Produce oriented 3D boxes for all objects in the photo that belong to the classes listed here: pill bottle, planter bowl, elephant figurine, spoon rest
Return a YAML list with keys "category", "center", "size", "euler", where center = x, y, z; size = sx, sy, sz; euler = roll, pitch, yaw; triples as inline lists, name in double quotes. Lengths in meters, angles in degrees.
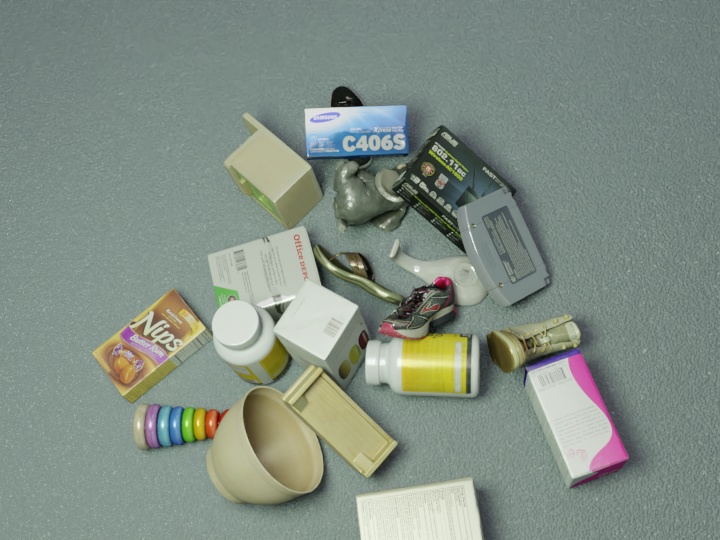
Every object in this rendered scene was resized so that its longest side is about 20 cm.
- category: "pill bottle"
  center: [-0.198, 0.126, 1.571]
  size: [0.111, 0.200, 0.113]
  euler: [-3, 67, 7]
- category: "pill bottle"
  center: [0.112, 0.167, 1.562]
  size: [0.199, 0.112, 0.113]
  euler: [1, 67, 9]
- category: "planter bowl"
  center: [-0.179, 0.320, 1.513]
  size: [0.135, 0.200, 0.201]
  euler: [-35, 64, 21]
- category: "elephant figurine"
  center: [0.049, -0.151, 1.708]
  size: [0.199, 0.142, 0.156]
  euler: [2, 96, -7]
- category: "spoon rest"
  center: [0.151, 0.000, 1.667]
  size: [0.199, 0.061, 0.100]
  euler: [23, 73, 3]

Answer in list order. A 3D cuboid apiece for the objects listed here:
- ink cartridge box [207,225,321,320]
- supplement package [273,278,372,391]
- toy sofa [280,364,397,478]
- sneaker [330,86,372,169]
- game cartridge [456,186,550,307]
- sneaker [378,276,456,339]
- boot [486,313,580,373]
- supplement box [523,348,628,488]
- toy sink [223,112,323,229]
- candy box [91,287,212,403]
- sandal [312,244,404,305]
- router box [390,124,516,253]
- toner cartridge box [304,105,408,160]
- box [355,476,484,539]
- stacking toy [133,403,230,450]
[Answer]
- category: "ink cartridge box"
  center: [-0.177, 0.018, 1.685]
  size: [0.199, 0.084, 0.147]
  euler: [-16, 65, 2]
- category: "supplement package"
  center: [-0.060, 0.119, 1.561]
  size: [0.109, 0.200, 0.114]
  euler: [28, 74, 19]
- category: "toy sofa"
  center: [-0.038, 0.259, 1.518]
  size: [0.200, 0.098, 0.083]
  euler: [44, 77, -6]
- category: "sneaker"
  center: [-0.019, -0.316, 1.789]
  size: [0.073, 0.112, 0.201]
  euler: [-17, 66, 0]
- category: "game cartridge"
  center: [0.258, -0.041, 1.609]
  size: [0.133, 0.042, 0.201]
  euler: [-24, 90, -25]
- category: "sneaker"
  center: [0.099, 0.068, 1.565]
  size: [0.080, 0.200, 0.075]
  euler: [11, 113, 34]
- category: "boot"
  center: [0.304, 0.122, 1.512]
  size: [0.154, 0.200, 0.072]
  euler: [-13, 88, 1]
- category: "supplement box"
  center: [0.362, 0.253, 1.494]
  size: [0.101, 0.103, 0.201]
  euler: [-19, 64, -1]
- category: "toy sink"
  center: [-0.189, -0.196, 1.754]
  size: [0.112, 0.130, 0.200]
  euler: [-44, 69, -10]
- category: "candy box"
  center: [-0.397, 0.142, 1.683]
  size: [0.200, 0.057, 0.117]
  euler: [-39, 66, -10]
- category: "sandal"
  center: [0.001, 0.000, 1.667]
  size: [0.200, 0.080, 0.058]
  euler: [29, 97, 10]
- category: "router box"
  center: [0.178, -0.152, 1.656]
  size: [0.200, 0.062, 0.150]
  euler: [40, 63, -9]
- category: "toner cartridge box"
  center: [-0.008, -0.267, 1.703]
  size: [0.199, 0.043, 0.096]
  euler: [-3, 88, -3]
- category: "box"
  center: [0.101, 0.428, 1.455]
  size: [0.199, 0.109, 0.128]
  euler: [-9, 66, 4]
- category: "stacking toy"
  center: [-0.306, 0.283, 1.599]
  size: [0.199, 0.085, 0.086]
  euler: [-2, 67, 3]
